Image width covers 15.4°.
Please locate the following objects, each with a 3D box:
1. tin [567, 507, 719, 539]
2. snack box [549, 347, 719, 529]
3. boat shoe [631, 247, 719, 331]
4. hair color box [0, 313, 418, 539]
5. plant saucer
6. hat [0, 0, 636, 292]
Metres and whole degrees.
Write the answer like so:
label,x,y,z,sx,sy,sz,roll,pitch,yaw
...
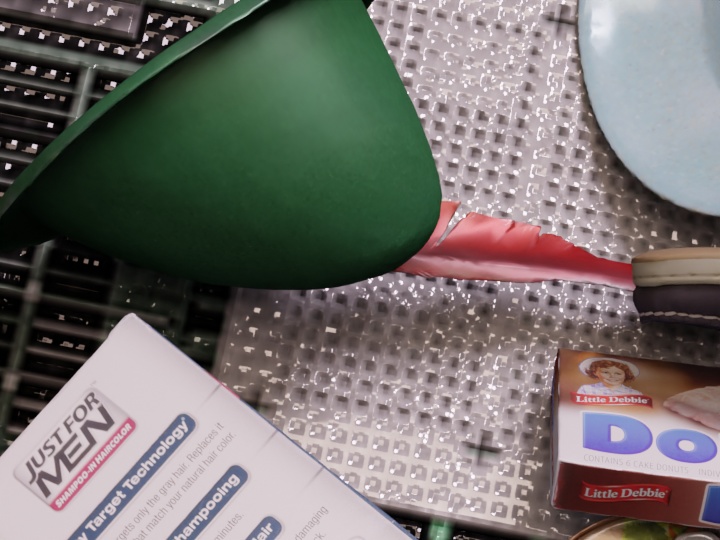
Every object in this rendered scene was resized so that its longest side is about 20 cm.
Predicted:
label,x,y,z,sx,sy,sz,roll,pitch,yaw
tin,0.092,0.180,0.915,0.112,0.042,0.200,19,70,0
snack box,0.167,0.068,0.946,0.200,0.024,0.072,7,33,0
boat shoe,0.190,0.031,0.922,0.200,0.072,0.065,9,92,8
hair color box,-0.032,0.117,0.888,0.200,0.061,0.100,38,75,14
plant saucer,0.166,-0.112,0.974,0.039,0.201,0.201,19,63,-42
hat,0.000,0.000,0.918,0.200,0.166,0.176,-36,85,0
